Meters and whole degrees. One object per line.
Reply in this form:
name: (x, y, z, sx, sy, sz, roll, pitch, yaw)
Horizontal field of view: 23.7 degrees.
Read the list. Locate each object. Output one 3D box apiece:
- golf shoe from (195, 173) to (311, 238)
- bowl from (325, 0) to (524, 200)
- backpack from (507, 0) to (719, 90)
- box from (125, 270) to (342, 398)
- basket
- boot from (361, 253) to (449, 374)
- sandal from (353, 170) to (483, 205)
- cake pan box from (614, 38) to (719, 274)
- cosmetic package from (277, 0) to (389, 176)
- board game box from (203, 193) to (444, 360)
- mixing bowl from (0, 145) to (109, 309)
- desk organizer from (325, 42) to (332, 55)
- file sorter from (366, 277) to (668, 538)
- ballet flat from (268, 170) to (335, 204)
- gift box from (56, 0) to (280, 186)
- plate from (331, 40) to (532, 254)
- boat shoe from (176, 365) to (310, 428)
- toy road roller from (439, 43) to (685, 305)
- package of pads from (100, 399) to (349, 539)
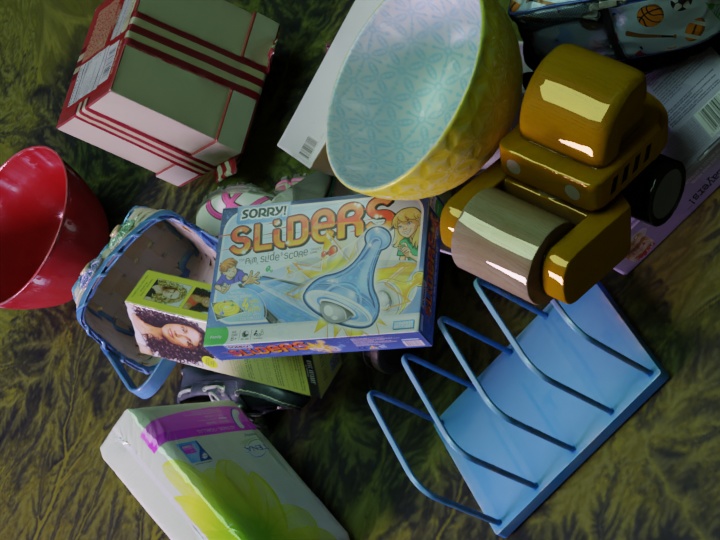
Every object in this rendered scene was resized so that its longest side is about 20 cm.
golf shoe: (-0.103, -0.043, 1.772, 0.200, 0.073, 0.092, -7, 64, 44)
bowl: (0.073, -0.140, 1.432, 0.200, 0.108, 0.200, -33, 45, 41)
backpack: (0.224, -0.261, 1.431, 0.190, 0.154, 0.200, -2, 54, 19)
box: (-0.120, 0.059, 1.622, 0.200, 0.075, 0.050, 11, 47, 23)
basket: (-0.209, 0.029, 1.774, 0.176, 0.139, 0.200, -53, 36, -3)
boot: (0.000, 0.000, 1.623, 0.150, 0.073, 0.200, 3, 68, 32)
sandal: (0.047, -0.059, 1.515, 0.201, 0.057, 0.080, -25, 71, 27)
cake pan box: (0.244, -0.126, 1.480, 0.200, 0.052, 0.184, -47, 45, 17)
cosmetic package: (0.008, -0.182, 1.544, 0.051, 0.083, 0.200, 36, 101, 33)
board game box: (-0.031, 0.004, 1.472, 0.200, 0.034, 0.136, -6, 63, 22)
mixing bowl: (-0.365, -0.034, 2.009, 0.200, 0.108, 0.200, -23, 54, 37)
desk organizer: (0.033, -0.161, 1.692, 0.200, 0.077, 0.072, 27, 89, 49)
file sorter: (0.122, 0.094, 1.433, 0.200, 0.123, 0.139, -48, 43, 17)
ballet flat: (-0.081, -0.020, 1.563, 0.067, 0.064, 0.200, -29, 37, 62)
gift box: (-0.195, -0.200, 1.859, 0.200, 0.187, 0.185, -10, 60, 60)
plate: (0.080, -0.117, 1.556, 0.200, 0.032, 0.200, 16, 92, 32)
boat shoe: (-0.120, 0.123, 1.701, 0.200, 0.075, 0.062, 9, 74, 49)
toy road roller: (0.159, -0.084, 1.350, 0.123, 0.146, 0.200, 27, 53, 34)
package of pads: (-0.119, 0.206, 1.561, 0.200, 0.154, 0.068, 47, 113, 25)
